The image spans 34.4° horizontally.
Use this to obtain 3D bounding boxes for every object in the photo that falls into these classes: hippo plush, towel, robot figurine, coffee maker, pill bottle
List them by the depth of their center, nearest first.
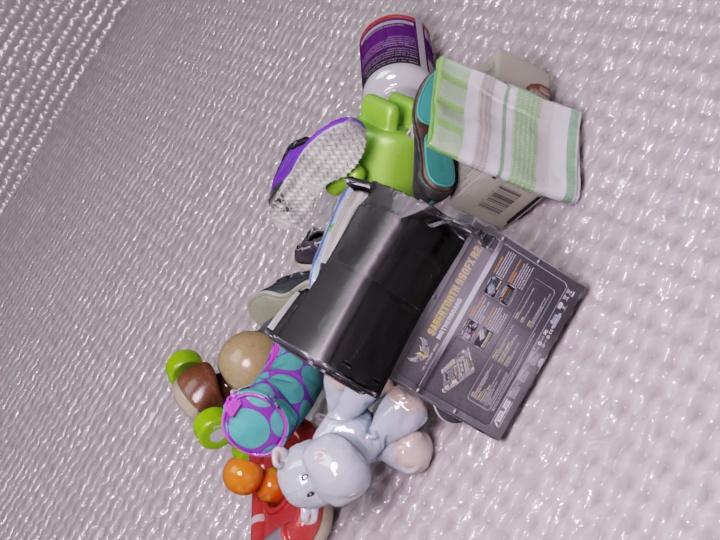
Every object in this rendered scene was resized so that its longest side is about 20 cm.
[{"bbox_3d":[0.010,0.020,1.203,0.200,0.135,0.192,-62,19,-6],"label":"coffee maker"},{"bbox_3d":[-0.033,0.194,1.353,0.200,0.160,0.161,-15,9,45],"label":"hippo plush"},{"bbox_3d":[0.176,-0.170,1.392,0.031,0.200,0.150,-49,27,49],"label":"towel"},{"bbox_3d":[0.036,-0.138,1.591,0.116,0.175,0.201,33,123,47],"label":"robot figurine"},{"bbox_3d":[0.057,-0.294,1.751,0.112,0.112,0.200,-37,36,30],"label":"pill bottle"}]

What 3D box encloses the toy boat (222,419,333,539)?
[{"bbox_3d":[-0.116,0.269,1.475,0.130,0.131,0.200,-41,35,32],"label":"toy boat"}]

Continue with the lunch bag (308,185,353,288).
[{"bbox_3d":[0.000,0.000,1.487,0.082,0.161,0.200,9,47,14],"label":"lunch bag"}]

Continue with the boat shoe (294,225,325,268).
[{"bbox_3d":[-0.049,-0.036,1.679,0.200,0.072,0.063,-166,65,-69],"label":"boat shoe"}]

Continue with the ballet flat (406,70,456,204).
[{"bbox_3d":[0.089,-0.168,1.487,0.068,0.068,0.200,127,156,-54],"label":"ballet flat"}]

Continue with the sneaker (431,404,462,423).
[{"bbox_3d":[0.099,0.115,1.400,0.200,0.072,0.083,-98,21,-46],"label":"sneaker"}]

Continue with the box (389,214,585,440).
[{"bbox_3d":[0.132,0.063,1.283,0.200,0.158,0.048,-61,17,-4],"label":"box"}]

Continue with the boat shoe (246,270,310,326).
[{"bbox_3d":[-0.092,0.037,1.720,0.066,0.075,0.199,-42,10,-38],"label":"boat shoe"}]

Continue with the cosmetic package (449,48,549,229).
[{"bbox_3d":[0.179,-0.168,1.479,0.103,0.087,0.200,-42,33,49],"label":"cosmetic package"}]

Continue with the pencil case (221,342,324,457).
[{"bbox_3d":[-0.102,0.149,1.460,0.085,0.092,0.200,-38,6,24],"label":"pencil case"}]

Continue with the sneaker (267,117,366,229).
[{"bbox_3d":[-0.064,-0.151,1.542,0.200,0.069,0.100,-45,32,37],"label":"sneaker"}]

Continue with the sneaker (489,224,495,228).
[{"bbox_3d":[0.138,-0.027,1.431,0.073,0.085,0.200,-56,30,6],"label":"sneaker"}]

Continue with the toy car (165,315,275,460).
[{"bbox_3d":[-0.149,0.144,1.630,0.200,0.158,0.164,-45,42,6],"label":"toy car"}]
